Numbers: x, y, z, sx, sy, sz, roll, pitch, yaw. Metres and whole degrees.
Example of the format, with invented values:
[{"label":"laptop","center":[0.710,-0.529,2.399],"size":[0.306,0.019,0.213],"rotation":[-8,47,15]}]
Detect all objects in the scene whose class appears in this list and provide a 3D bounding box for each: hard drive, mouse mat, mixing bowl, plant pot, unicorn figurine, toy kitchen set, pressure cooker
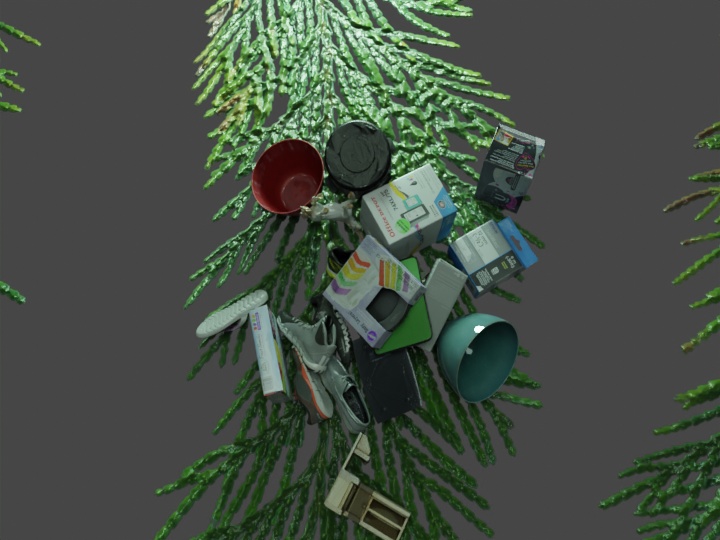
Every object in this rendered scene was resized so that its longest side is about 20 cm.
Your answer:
[{"label":"hard drive","center":[0.066,0.243,1.568],"size":[0.132,0.042,0.205],"rotation":[-24,72,17]},{"label":"mouse mat","center":[0.082,0.083,1.547],"size":[0.157,0.007,0.206],"rotation":[-19,70,26]},{"label":"mixing bowl","center":[-0.172,-0.221,1.709],"size":[0.193,0.109,0.207],"rotation":[-5,71,14]},{"label":"plant pot","center":[0.254,0.184,1.545],"size":[0.200,0.202,0.134],"rotation":[-43,40,-13]},{"label":"unicorn figurine","center":[-0.058,-0.142,1.650],"size":[0.194,0.138,0.076],"rotation":[13,69,-10]},{"label":"toy kitchen set","center":[0.037,0.473,1.427],"size":[0.177,0.201,0.166],"rotation":[27,74,10]},{"label":"pressure cooker","center":[0.000,-0.277,1.684],"size":[0.170,0.200,0.185],"rotation":[12,88,3]}]

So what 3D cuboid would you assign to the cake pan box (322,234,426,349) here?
[{"label":"cake pan box","center":[0.033,0.052,1.543],"size":[0.200,0.052,0.185],"rotation":[45,102,25]}]

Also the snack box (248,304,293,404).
[{"label":"snack box","center":[-0.210,0.201,1.556],"size":[0.051,0.143,0.206],"rotation":[-13,72,-2]}]

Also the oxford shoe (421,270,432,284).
[{"label":"oxford shoe","center":[0.130,0.038,1.650],"size":[0.193,0.058,0.078],"rotation":[-6,72,1]}]

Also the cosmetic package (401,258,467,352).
[{"label":"cosmetic package","center":[0.173,0.081,1.572],"size":[0.089,0.107,0.204],"rotation":[29,92,0]}]

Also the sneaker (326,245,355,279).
[{"label":"sneaker","center":[0.000,0.000,1.632],"size":[0.194,0.086,0.076],"rotation":[15,54,16]}]

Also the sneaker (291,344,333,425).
[{"label":"sneaker","center":[-0.136,0.271,1.569],"size":[0.081,0.077,0.203],"rotation":[-34,59,15]}]

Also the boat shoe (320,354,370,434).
[{"label":"boat shoe","center":[-0.031,0.279,1.553],"size":[0.069,0.071,0.205],"rotation":[-16,73,-38]}]

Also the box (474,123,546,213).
[{"label":"box","center":[0.373,-0.251,1.667],"size":[0.129,0.201,0.117],"rotation":[22,74,9]}]

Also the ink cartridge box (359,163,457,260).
[{"label":"ink cartridge box","center":[0.115,-0.134,1.655],"size":[0.196,0.147,0.149],"rotation":[-27,72,-13]}]

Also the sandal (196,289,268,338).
[{"label":"sandal","center":[-0.310,0.120,1.633],"size":[0.199,0.082,0.051],"rotation":[-31,116,-10]}]

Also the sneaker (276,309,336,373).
[{"label":"sneaker","center":[-0.115,0.136,1.569],"size":[0.200,0.074,0.117],"rotation":[47,110,32]}]

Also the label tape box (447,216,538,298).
[{"label":"label tape box","center":[0.337,-0.044,1.669],"size":[0.196,0.066,0.146],"rotation":[-29,73,-7]}]

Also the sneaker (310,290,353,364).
[{"label":"sneaker","center":[-0.074,0.141,1.618],"size":[0.088,0.067,0.205],"rotation":[-16,68,-1]}]
